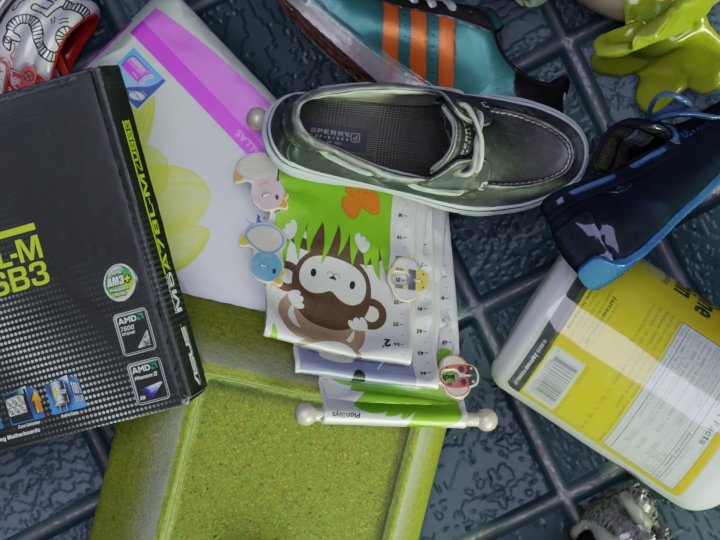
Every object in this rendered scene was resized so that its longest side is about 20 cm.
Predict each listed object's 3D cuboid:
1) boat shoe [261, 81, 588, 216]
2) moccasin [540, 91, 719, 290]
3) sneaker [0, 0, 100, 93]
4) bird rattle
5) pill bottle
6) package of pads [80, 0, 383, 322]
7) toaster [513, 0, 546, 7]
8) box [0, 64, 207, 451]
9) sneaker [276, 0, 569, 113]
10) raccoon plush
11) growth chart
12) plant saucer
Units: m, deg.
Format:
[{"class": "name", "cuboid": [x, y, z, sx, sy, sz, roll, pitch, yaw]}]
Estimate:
[{"class": "boat shoe", "cuboid": [0.044, -0.070, 1.201, 0.199, 0.071, 0.073, 1, 88, -16]}, {"class": "moccasin", "cuboid": [0.171, -0.064, 1.213, 0.068, 0.200, 0.080, 49, 128, 0]}, {"class": "sneaker", "cuboid": [-0.251, -0.117, 1.278, 0.108, 0.067, 0.202, 42, 86, 6]}, {"class": "bird rattle", "cuboid": [0.193, -0.207, 1.263, 0.163, 0.113, 0.200, 34, 85, 19]}, {"class": "pill bottle", "cuboid": [0.185, 0.071, 1.236, 0.199, 0.112, 0.112, 33, 88, 2]}, {"class": "package of pads", "cuboid": [-0.104, -0.047, 1.270, 0.154, 0.068, 0.200, -44, 87, -2]}, {"class": "toaster", "cuboid": [0.082, -0.243, 1.236, 0.129, 0.200, 0.114, -47, 118, -5]}, {"class": "box", "cuboid": [-0.205, 0.002, 1.177, 0.199, 0.048, 0.194, -14, 96, 13]}, {"class": "sneaker", "cuboid": [0.038, -0.140, 1.275, 0.200, 0.071, 0.080, 36, 87, -5]}, {"class": "raccoon plush", "cuboid": [0.203, 0.208, 1.260, 0.199, 0.097, 0.135, 17, 72, -27]}, {"class": "growth chart", "cuboid": [0.000, 0.000, 1.219, 0.144, 0.018, 0.201, -2, 76, -22]}, {"class": "plant saucer", "cuboid": [-0.049, 0.130, 1.229, 0.199, 0.048, 0.201, 13, 96, -14]}]
